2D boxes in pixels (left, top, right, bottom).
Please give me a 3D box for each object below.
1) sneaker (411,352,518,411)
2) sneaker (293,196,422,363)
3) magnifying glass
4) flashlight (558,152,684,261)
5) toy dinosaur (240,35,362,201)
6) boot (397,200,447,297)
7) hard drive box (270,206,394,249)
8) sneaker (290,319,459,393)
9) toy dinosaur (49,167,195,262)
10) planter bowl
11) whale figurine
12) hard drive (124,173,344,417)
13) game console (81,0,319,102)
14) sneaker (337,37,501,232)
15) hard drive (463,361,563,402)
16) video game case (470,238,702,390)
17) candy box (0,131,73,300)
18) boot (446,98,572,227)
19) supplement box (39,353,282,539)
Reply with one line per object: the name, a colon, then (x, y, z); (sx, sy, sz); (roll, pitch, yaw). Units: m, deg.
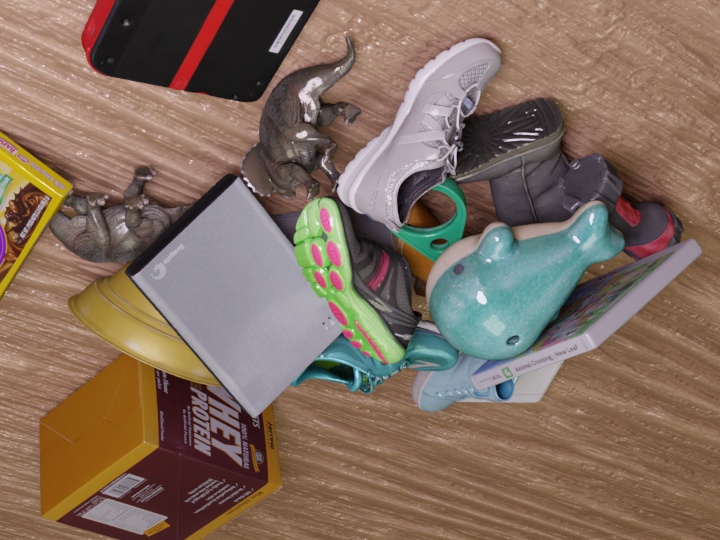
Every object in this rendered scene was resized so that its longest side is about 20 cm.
sneaker: (0.130, 0.122, 1.763); (0.074, 0.082, 0.200); (7, 142, -35)
sneaker: (0.000, 0.000, 1.515); (0.077, 0.084, 0.200); (14, 142, 42)
magnifying glass: (0.080, -0.024, 1.531); (0.080, 0.022, 0.200); (-14, 134, 14)
flashlight: (0.267, -0.063, 1.583); (0.068, 0.068, 0.200); (-24, 150, 21)
toy dinosaur: (-0.059, -0.128, 1.431); (0.077, 0.102, 0.200); (-36, 149, -45)
boot: (0.119, -0.008, 1.607); (0.144, 0.071, 0.201); (11, 158, 16)
hard drive box: (-0.041, 0.025, 1.649); (0.156, 0.077, 0.200); (-7, 144, -2)
sneaker: (0.008, 0.094, 1.621); (0.200, 0.080, 0.078); (1, 142, -15)
toy dinosaur: (-0.238, -0.041, 1.503); (0.200, 0.077, 0.102); (-9, 130, -6)
planter bowl: (-0.188, 0.036, 1.584); (0.200, 0.200, 0.084); (19, 102, -33)
whale figurine: (0.163, 0.014, 1.499); (0.200, 0.104, 0.159); (-27, 138, 9)
hard drive: (-0.116, 0.025, 1.504); (0.140, 0.033, 0.200); (-45, 119, -13)
game console: (-0.130, -0.227, 1.332); (0.177, 0.031, 0.200); (7, 142, -28)
sneaker: (0.071, -0.120, 1.427); (0.200, 0.082, 0.075); (-53, 149, 9)
hard drive: (0.180, 0.092, 1.832); (0.132, 0.027, 0.200); (2, 142, -15)
video game case: (0.226, 0.044, 1.572); (0.200, 0.022, 0.182); (-36, -174, -38)
candy box: (-0.356, -0.047, 1.486); (0.102, 0.026, 0.200); (38, 131, -4)
boot: (0.139, -0.078, 1.568); (0.182, 0.073, 0.200); (-11, 151, 6)
supplement box: (-0.234, 0.212, 1.812); (0.200, 0.133, 0.197); (25, 132, -38)
